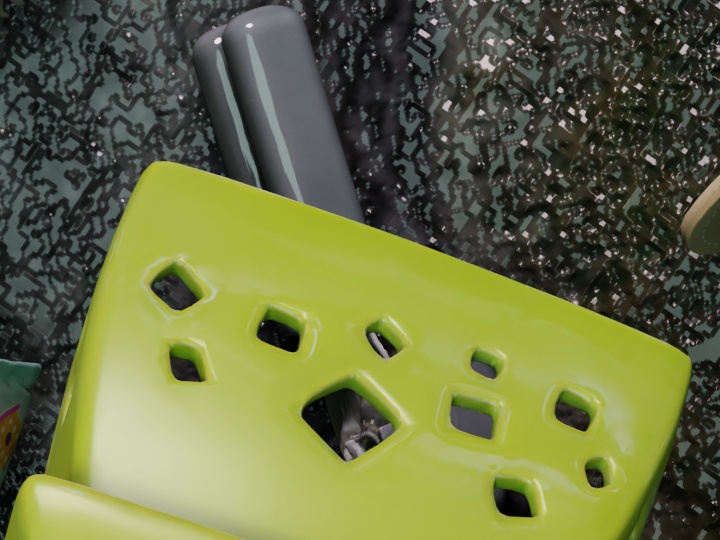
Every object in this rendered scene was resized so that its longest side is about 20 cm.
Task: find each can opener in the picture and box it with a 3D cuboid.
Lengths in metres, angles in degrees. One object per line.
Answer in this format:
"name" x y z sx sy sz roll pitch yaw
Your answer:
"can opener" 0.000 0.000 0.912 0.067 0.053 0.201 -17 91 -29

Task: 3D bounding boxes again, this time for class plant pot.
"plant pot" -0.022 0.116 0.805 0.199 0.182 0.200 19 127 2

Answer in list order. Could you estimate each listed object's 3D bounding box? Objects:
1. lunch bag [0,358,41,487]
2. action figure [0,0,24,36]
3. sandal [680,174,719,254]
"lunch bag" -0.238 0.078 0.886 0.199 0.122 0.171 19 94 9
"action figure" -0.165 -0.108 0.879 0.118 0.102 0.201 18 98 29
"sandal" 0.185 -0.095 0.888 0.211 0.078 0.070 -38 65 8
